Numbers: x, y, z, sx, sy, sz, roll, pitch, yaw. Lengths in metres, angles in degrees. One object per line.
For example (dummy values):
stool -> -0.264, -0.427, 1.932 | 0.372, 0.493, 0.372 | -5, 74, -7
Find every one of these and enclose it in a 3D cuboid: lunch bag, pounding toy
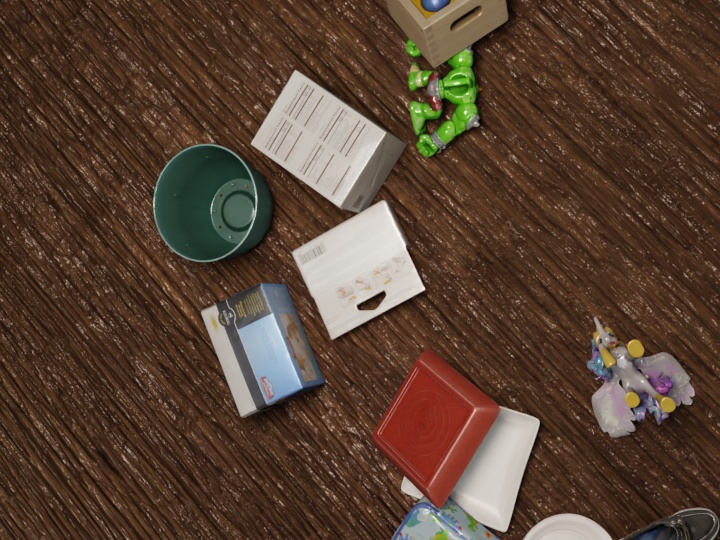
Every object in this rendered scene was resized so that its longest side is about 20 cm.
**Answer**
lunch bag -> 0.148, 0.491, 1.647 | 0.199, 0.082, 0.162 | 38, 114, 13
pounding toy -> 0.146, -0.491, 1.630 | 0.198, 0.143, 0.185 | -33, 59, -2

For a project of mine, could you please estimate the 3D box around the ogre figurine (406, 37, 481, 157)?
ogre figurine -> 0.144, -0.306, 1.675 | 0.118, 0.098, 0.203 | -6, 69, 24

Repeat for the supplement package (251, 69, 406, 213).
supplement package -> -0.052, -0.220, 1.702 | 0.199, 0.152, 0.152 | 36, 98, 14

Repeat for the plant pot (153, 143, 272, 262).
plant pot -> -0.247, -0.115, 1.752 | 0.197, 0.161, 0.204 | 0, 89, 17

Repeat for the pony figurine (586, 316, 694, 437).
pony figurine -> 0.433, 0.172, 1.546 | 0.165, 0.200, 0.195 | -32, 96, 6

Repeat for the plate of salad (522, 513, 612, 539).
plate of salad -> 0.341, 0.503, 1.598 | 0.198, 0.048, 0.203 | -19, 57, 32

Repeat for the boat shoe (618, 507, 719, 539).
boat shoe -> 0.482, 0.419, 1.532 | 0.197, 0.066, 0.071 | -13, 65, -10

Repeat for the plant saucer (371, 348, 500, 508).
plant saucer -> 0.114, 0.260, 1.651 | 0.200, 0.036, 0.201 | 38, 100, 43

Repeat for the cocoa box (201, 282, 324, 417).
cocoa box -> -0.171, 0.138, 1.735 | 0.130, 0.133, 0.203 | -25, 82, 13

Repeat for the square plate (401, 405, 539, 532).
square plate -> 0.189, 0.318, 1.679 | 0.195, 0.028, 0.203 | 18, 93, 17

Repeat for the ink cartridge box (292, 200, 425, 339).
ink cartridge box -> 0.000, 0.000, 1.736 | 0.198, 0.045, 0.178 | -28, 80, 14
